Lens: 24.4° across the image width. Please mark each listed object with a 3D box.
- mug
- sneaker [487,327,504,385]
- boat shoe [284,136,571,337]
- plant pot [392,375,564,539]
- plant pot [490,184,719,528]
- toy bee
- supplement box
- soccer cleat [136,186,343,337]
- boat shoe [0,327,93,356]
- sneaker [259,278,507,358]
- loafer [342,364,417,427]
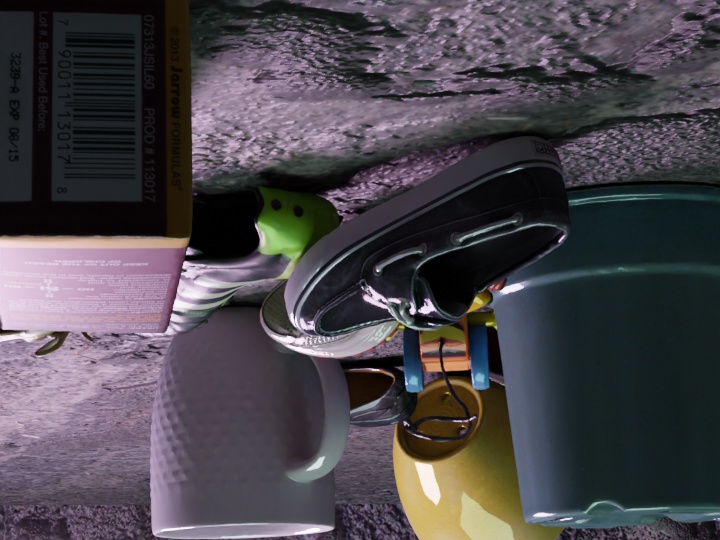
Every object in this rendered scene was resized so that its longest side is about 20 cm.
[{"bbox_3d":[-0.079,0.118,1.326,0.148,0.176,0.200,8,163,-40],"label":"mug"},{"bbox_3d":[0.172,0.064,1.353,0.200,0.077,0.084,-12,168,33],"label":"sneaker"},{"bbox_3d":[0.036,0.001,0.943,0.200,0.068,0.072,-30,145,30],"label":"boat shoe"},{"bbox_3d":[0.112,0.187,1.703,0.200,0.200,0.142,-9,140,29],"label":"plant pot"},{"bbox_3d":[0.175,0.064,1.080,0.200,0.196,0.200,-2,168,0],"label":"plant pot"},{"bbox_3d":[0.069,0.038,1.215,0.131,0.109,0.200,-7,-166,-16],"label":"toy bee"},{"bbox_3d":[-0.124,-0.043,0.752,0.086,0.110,0.200,1,167,-9],"label":"supplement box"},{"bbox_3d":[-0.097,-0.010,1.031,0.081,0.068,0.200,22,149,-39],"label":"soccer cleat"},{"bbox_3d":[-0.219,0.020,1.068,0.200,0.063,0.073,-3,-153,35],"label":"boat shoe"},{"bbox_3d":[0.000,0.000,1.075,0.082,0.078,0.200,19,150,-38],"label":"sneaker"},{"bbox_3d":[-0.048,0.123,1.617,0.200,0.073,0.072,-13,157,5],"label":"loafer"}]
